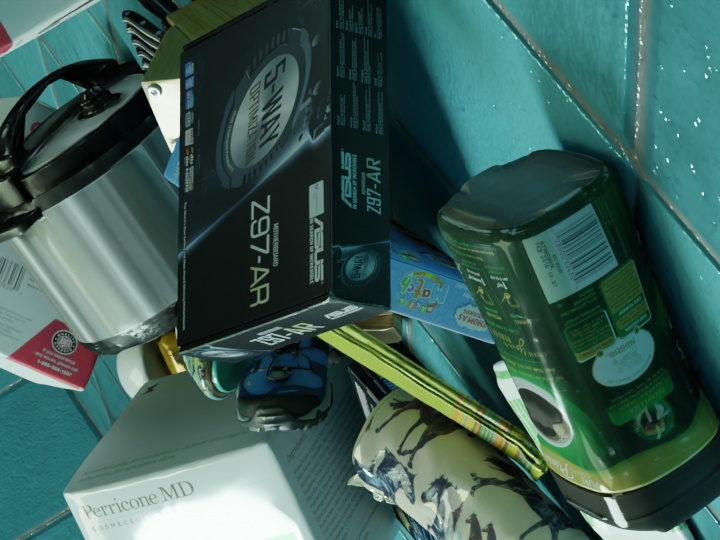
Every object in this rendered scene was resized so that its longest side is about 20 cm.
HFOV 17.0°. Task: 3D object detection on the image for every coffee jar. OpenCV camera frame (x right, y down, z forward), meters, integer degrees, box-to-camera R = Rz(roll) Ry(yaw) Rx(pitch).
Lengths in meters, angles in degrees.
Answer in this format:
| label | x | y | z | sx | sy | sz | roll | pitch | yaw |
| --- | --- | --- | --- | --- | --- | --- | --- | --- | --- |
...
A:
| label | x | y | z | sx | sy | sz | roll | pitch | yaw |
| --- | --- | --- | --- | --- | --- | --- | --- | --- | --- |
| coffee jar | 0.122 | 0.040 | 1.273 | 0.104 | 0.085 | 0.200 | 23 | 141 | 63 |

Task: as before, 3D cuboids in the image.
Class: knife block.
| label | x | y | z | sx | sy | sz | roll | pitch | yaw |
| --- | --- | --- | --- | --- | --- | --- | --- | --- | --- |
| knife block | -0.071 | -0.159 | 1.637 | 0.200 | 0.176 | 0.064 | -3 | 131 | 23 |

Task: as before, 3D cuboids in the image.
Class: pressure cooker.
| label | x | y | z | sx | sy | sz | roll | pitch | yaw |
| --- | --- | --- | --- | --- | --- | --- | --- | --- | --- |
| pressure cooker | -0.190 | -0.060 | 1.833 | 0.200 | 0.179 | 0.176 | 56 | -177 | -18 |

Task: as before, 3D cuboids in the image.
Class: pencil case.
| label | x | y | z | sx | sy | sz | roll | pitch | yaw |
| --- | --- | --- | --- | --- | --- | --- | --- | --- | --- |
| pencil case | 0.081 | 0.169 | 1.665 | 0.200 | 0.078 | 0.089 | 42 | 118 | 32 |

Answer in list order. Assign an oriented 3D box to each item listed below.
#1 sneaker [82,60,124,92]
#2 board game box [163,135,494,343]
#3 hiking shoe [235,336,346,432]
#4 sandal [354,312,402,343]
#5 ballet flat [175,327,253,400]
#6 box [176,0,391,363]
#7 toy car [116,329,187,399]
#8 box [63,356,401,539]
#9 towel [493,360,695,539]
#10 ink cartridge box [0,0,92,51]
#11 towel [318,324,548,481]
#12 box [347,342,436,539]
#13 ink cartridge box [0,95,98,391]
| label | x | y | z | sx | sy | sz | roll | pitch | yaw |
| --- | --- | --- | --- | --- | --- | --- | --- | --- | --- |
| sneaker | -0.194 | -0.094 | 2.195 | 0.112 | 0.078 | 0.200 | 147 | 103 | -81 |
| board game box | -0.016 | -0.022 | 1.537 | 0.151 | 0.037 | 0.200 | 18 | -170 | -37 |
| hiking shoe | -0.054 | 0.051 | 1.785 | 0.200 | 0.074 | 0.087 | -71 | -25 | -64 |
| sandal | -0.006 | 0.000 | 1.698 | 0.212 | 0.078 | 0.070 | 60 | -150 | -76 |
| ballet flat | -0.103 | 0.043 | 1.838 | 0.074 | 0.074 | 0.200 | 61 | -153 | -9 |
| box | -0.047 | -0.058 | 1.423 | 0.160 | 0.044 | 0.200 | -19 | 66 | 50 |
| toy car | -0.134 | 0.018 | 2.075 | 0.150 | 0.175 | 0.200 | -78 | -29 | -47 |
| box | -0.093 | 0.181 | 1.956 | 0.171 | 0.199 | 0.200 | 66 | -154 | -17 |
| towel | 0.157 | 0.138 | 1.495 | 0.200 | 0.023 | 0.153 | 60 | 166 | -3 |
| ink cartridge box | -0.233 | -0.218 | 1.731 | 0.086 | 0.200 | 0.148 | 61 | 167 | -7 |
| towel | 0.041 | 0.082 | 1.623 | 0.200 | 0.018 | 0.086 | 32 | 169 | 8 |
| box | 0.066 | 0.171 | 1.846 | 0.159 | 0.046 | 0.200 | 48 | 162 | 42 |
| ink cartridge box | -0.263 | -0.021 | 1.946 | 0.148 | 0.200 | 0.086 | 27 | 166 | -30 |
